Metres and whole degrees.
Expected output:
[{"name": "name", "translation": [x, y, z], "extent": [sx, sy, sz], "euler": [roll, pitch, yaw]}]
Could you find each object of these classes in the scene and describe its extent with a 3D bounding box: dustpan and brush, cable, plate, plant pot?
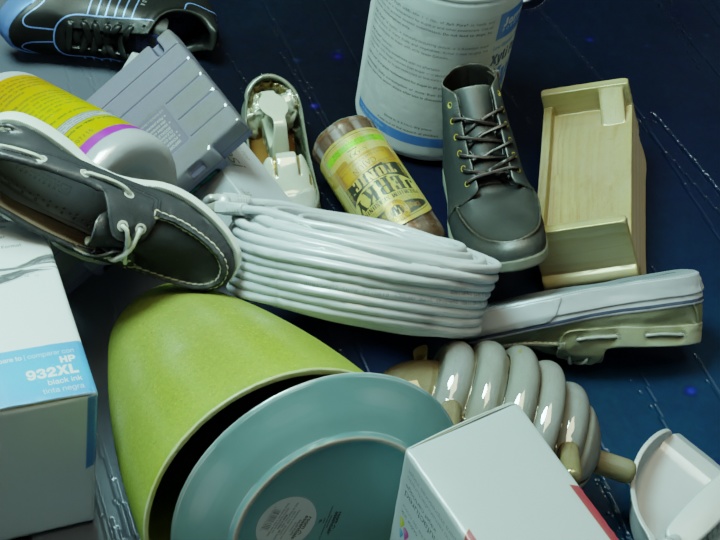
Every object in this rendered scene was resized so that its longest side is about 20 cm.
[{"name": "dustpan and brush", "translation": [0.226, 0.189, 1.029], "extent": [0.139, 0.057, 0.200], "euler": [38, 52, 24]}, {"name": "cable", "translation": [0.000, 0.000, 1.067], "extent": [0.199, 0.070, 0.200], "euler": [7, 8, -44]}, {"name": "plate", "translation": [-0.022, 0.154, 0.923], "extent": [0.199, 0.201, 0.026], "euler": [-12, 36, -21]}, {"name": "plant pot", "translation": [-0.094, 0.095, 0.999], "extent": [0.186, 0.188, 0.200], "euler": [-15, 35, -23]}]

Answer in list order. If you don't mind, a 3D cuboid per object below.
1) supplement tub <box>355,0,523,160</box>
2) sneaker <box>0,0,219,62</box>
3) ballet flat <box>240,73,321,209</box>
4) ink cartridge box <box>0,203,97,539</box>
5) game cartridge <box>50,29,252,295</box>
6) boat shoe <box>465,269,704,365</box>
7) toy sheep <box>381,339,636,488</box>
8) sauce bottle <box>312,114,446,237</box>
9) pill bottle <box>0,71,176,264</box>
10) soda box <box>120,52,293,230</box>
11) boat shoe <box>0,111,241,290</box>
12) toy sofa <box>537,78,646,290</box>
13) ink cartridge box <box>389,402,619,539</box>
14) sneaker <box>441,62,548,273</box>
[{"name": "supplement tub", "translation": [0.070, -0.209, 1.281], "extent": [0.131, 0.201, 0.132], "euler": [5, 46, -5]}, {"name": "sneaker", "translation": [-0.226, -0.223, 1.333], "extent": [0.199, 0.070, 0.078], "euler": [-12, 43, -22]}, {"name": "ballet flat", "translation": [-0.071, -0.090, 1.239], "extent": [0.067, 0.064, 0.201], "euler": [-3, 48, -12]}, {"name": "ink cartridge box", "translation": [-0.245, 0.061, 1.008], "extent": [0.083, 0.145, 0.200], "euler": [-10, 49, -20]}, {"name": "game cartridge", "translation": [-0.192, -0.085, 1.166], "extent": [0.200, 0.038, 0.130], "euler": [-40, 62, 3]}, {"name": "boat shoe", "translation": [0.179, 0.044, 1.156], "extent": [0.199, 0.072, 0.062], "euler": [-9, 92, -4]}, {"name": "toy sheep", "translation": [0.101, 0.116, 1.032], "extent": [0.199, 0.138, 0.138], "euler": [24, 46, -8]}, {"name": "sauce bottle", "translation": [0.030, -0.041, 1.209], "extent": [0.064, 0.065, 0.200], "euler": [-19, 58, -25]}, {"name": "pill bottle", "translation": [-0.241, -0.087, 1.109], "extent": [0.199, 0.105, 0.104], "euler": [28, 47, 30]}, {"name": "soda box", "translation": [-0.139, -0.093, 1.213], "extent": [0.064, 0.068, 0.200], "euler": [7, 36, -50]}, {"name": "boat shoe", "translation": [-0.175, -0.037, 0.987], "extent": [0.199, 0.074, 0.060], "euler": [32, 28, -10]}, {"name": "toy sofa", "translation": [0.199, -0.067, 1.266], "extent": [0.082, 0.098, 0.201], "euler": [-7, 43, 17]}, {"name": "ink cartridge box", "translation": [0.086, 0.205, 0.894], "extent": [0.082, 0.201, 0.146], "euler": [-20, 53, -23]}, {"name": "sneaker", "translation": [0.097, -0.084, 1.170], "extent": [0.074, 0.107, 0.200], "euler": [-12, 33, -5]}]
